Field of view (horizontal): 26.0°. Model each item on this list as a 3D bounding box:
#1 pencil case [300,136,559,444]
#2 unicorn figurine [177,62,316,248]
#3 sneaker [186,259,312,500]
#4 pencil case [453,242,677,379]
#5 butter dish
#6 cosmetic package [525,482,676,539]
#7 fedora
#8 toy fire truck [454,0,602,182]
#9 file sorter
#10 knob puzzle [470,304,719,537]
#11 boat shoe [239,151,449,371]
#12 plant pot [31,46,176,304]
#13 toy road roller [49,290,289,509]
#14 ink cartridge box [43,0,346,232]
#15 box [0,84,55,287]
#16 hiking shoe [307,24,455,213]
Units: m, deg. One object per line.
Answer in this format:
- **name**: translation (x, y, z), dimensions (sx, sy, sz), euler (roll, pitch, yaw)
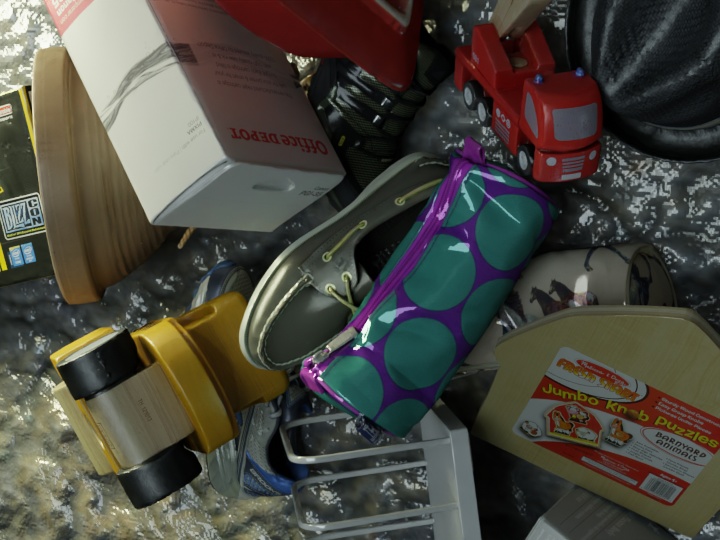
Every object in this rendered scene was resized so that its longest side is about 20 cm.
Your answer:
- **pencil case**: translation (0.045, 0.016, 1.044), dimensions (0.200, 0.092, 0.085), euler (-55, 37, 0)
- **unicorn figurine**: translation (-0.101, -0.135, 1.202), dimensions (0.137, 0.074, 0.201), euler (-34, 67, 32)
- **sneaker**: translation (-0.077, 0.087, 1.226), dimensions (0.085, 0.077, 0.201), euler (5, 113, 34)
- **pencil case**: translation (0.122, 0.032, 1.094), dimensions (0.199, 0.078, 0.090), euler (-8, 86, 31)
- **butter dish**: translation (-0.054, -0.230, 1.044), dimensions (0.147, 0.199, 0.201), euler (-12, 60, 36)
- **cosmetic package**: translation (0.202, 0.245, 1.078), dimensions (0.200, 0.107, 0.090), euler (35, 115, 18)
- **fedora**: translation (0.205, -0.162, 0.996), dimensions (0.200, 0.091, 0.202), euler (7, 103, 29)
- **toy fire truck**: translation (0.104, -0.164, 1.037), dimensions (0.200, 0.048, 0.142), euler (-122, 27, -50)
- **file sorter**: translation (0.018, 0.206, 1.131), dimensions (0.124, 0.139, 0.201), euler (-9, 98, -6)
- **knob puzzle**: translation (0.183, 0.083, 1.037), dimensions (0.219, 0.031, 0.220), euler (15, 138, 14)
- **boat shoe**: translation (-0.002, -0.002, 1.100), dimensions (0.202, 0.072, 0.060), euler (-44, 31, -7)
- **plant pot**: translation (-0.193, -0.078, 1.218), dimensions (0.092, 0.201, 0.202), euler (-7, 98, -4)
- **toy road roller**: translation (-0.141, 0.088, 1.166), dimensions (0.123, 0.146, 0.200), euler (62, 163, -6)
- **ink cartridge box**: translation (-0.115, -0.131, 1.081), dimensions (0.083, 0.146, 0.201), euler (-36, 71, 27)
- **box**: translation (-0.332, -0.062, 1.357), dimensions (0.199, 0.049, 0.161), euler (-11, 97, 31)
- **hiking shoe**: translation (0.017, -0.130, 1.123), dimensions (0.100, 0.076, 0.201), euler (5, 102, 33)
